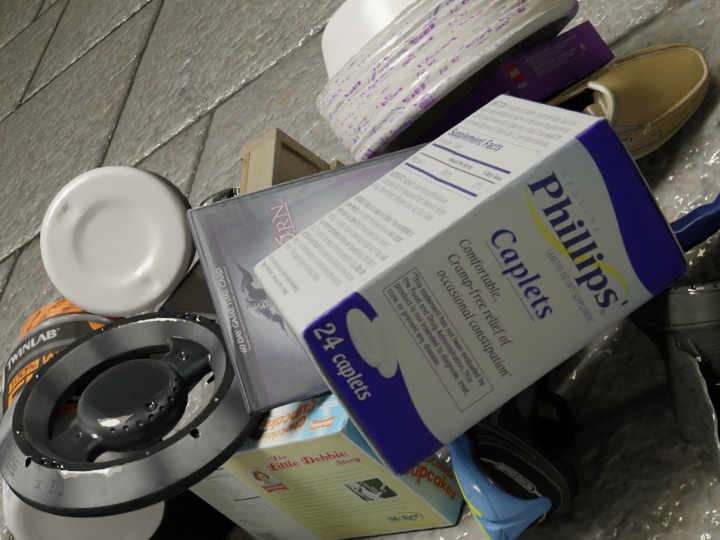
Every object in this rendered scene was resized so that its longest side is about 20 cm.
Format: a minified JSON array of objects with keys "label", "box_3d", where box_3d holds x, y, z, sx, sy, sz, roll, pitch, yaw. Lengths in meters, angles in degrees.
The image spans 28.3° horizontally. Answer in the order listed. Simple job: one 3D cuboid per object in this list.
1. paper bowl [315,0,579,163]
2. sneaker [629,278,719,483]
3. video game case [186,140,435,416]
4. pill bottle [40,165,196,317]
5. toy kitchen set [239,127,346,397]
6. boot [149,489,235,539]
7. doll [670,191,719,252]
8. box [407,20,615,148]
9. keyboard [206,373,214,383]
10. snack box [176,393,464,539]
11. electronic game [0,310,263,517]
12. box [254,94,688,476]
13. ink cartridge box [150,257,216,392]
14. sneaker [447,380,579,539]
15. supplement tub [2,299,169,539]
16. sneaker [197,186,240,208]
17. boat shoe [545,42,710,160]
[{"label":"paper bowl","box_3d":[0.052,-0.171,1.049,0.200,0.104,0.201,-37,-2,-1]},{"label":"sneaker","box_3d":[0.196,0.059,0.809,0.060,0.105,0.200,-11,-3,4]},{"label":"video game case","box_3d":[0.000,0.000,0.954,0.199,0.143,0.019,-16,-13,-12]},{"label":"pill bottle","box_3d":[-0.188,-0.026,1.152,0.114,0.114,0.200,-49,6,0]},{"label":"toy kitchen set","box_3d":[-0.053,0.039,1.069,0.180,0.200,0.164,-28,44,34]},{"label":"boot","box_3d":[-0.179,0.198,1.174,0.154,0.073,0.204,18,73,55]},{"label":"doll","box_3d":[0.176,-0.009,0.909,0.200,0.049,0.136,-31,-5,7]},{"label":"box","box_3d":[0.090,-0.108,1.111,0.137,0.039,0.200,-32,-5,-47]},{"label":"keyboard","box_3d":[-0.087,0.101,1.103,0.040,0.104,0.200,-26,8,-19]},{"label":"snack box","box_3d":[-0.036,0.142,0.997,0.200,0.116,0.037,-17,40,45]},{"label":"electronic game","box_3d":[-0.159,0.096,1.000,0.199,0.042,0.200,-11,35,8]},{"label":"box","box_3d":[0.056,-0.001,0.830,0.200,0.105,0.184,-35,16,-3]},{"label":"ink cartridge box","box_3d":[-0.112,0.004,1.264,0.116,0.067,0.200,-47,7,35]},{"label":"sneaker","box_3d":[0.095,0.100,0.931,0.082,0.071,0.200,-21,28,3]},{"label":"supplement tub","box_3d":[-0.218,0.119,1.117,0.122,0.122,0.200,-40,36,16]},{"label":"sneaker","box_3d":[-0.050,-0.033,1.203,0.090,0.199,0.067,162,106,-63]},{"label":"boat shoe","box_3d":[0.170,-0.108,1.005,0.200,0.072,0.076,-33,-12,-14]}]
